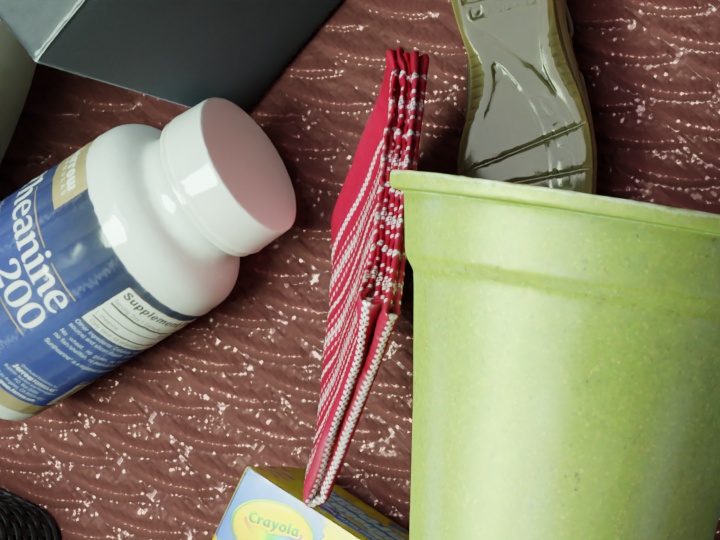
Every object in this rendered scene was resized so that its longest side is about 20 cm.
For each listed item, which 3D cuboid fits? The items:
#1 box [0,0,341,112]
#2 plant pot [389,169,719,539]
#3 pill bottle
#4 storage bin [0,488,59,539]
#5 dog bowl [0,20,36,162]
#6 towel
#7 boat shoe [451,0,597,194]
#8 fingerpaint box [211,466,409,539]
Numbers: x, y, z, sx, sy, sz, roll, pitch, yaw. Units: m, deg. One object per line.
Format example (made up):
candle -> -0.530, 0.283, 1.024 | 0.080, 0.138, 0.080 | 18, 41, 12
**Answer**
box -> -0.137, -0.197, 1.569 | 0.123, 0.200, 0.199 | -50, 63, 15
plant pot -> 0.099, 0.060, 1.335 | 0.199, 0.200, 0.186 | 8, 91, 31
pill bottle -> -0.137, -0.010, 1.597 | 0.199, 0.111, 0.111 | -31, 70, 24
storage bin -> -0.270, 0.209, 1.661 | 0.135, 0.094, 0.201 | 21, 94, 31
dog bowl -> -0.252, -0.085, 1.610 | 0.078, 0.200, 0.201 | 25, 97, 7
towel -> 0.000, 0.000, 1.469 | 0.201, 0.022, 0.145 | -83, 9, -47
boat shoe -> 0.085, -0.086, 1.516 | 0.073, 0.063, 0.202 | -12, 84, 16
fingerpaint box -> -0.001, 0.220, 1.511 | 0.199, 0.073, 0.168 | 30, 100, 28
